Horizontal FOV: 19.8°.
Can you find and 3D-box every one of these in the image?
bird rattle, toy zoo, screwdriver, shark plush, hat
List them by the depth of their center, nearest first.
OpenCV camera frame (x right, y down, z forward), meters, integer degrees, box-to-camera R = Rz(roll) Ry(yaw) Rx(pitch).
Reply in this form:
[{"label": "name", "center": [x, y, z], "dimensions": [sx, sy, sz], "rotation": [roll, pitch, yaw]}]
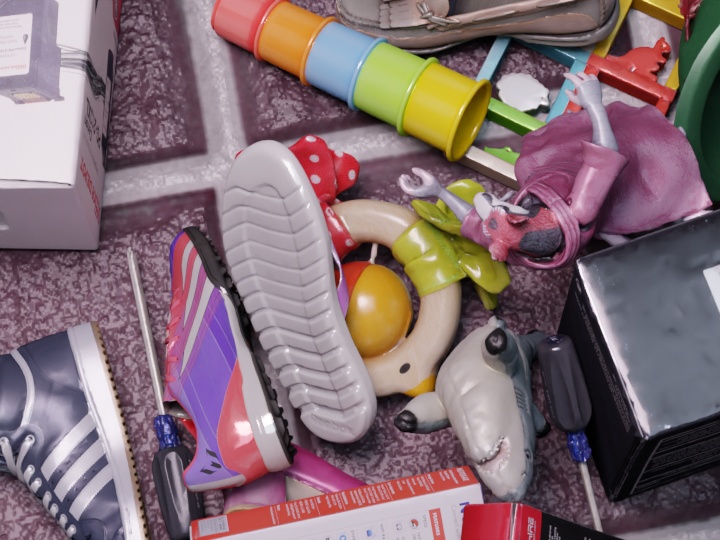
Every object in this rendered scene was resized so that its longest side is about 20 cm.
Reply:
[{"label": "shark plush", "center": [0.085, 0.082, 1.291], "dimensions": [0.091, 0.200, 0.083], "rotation": [-43, 92, 10]}, {"label": "screwdriver", "center": [0.146, 0.134, 1.298], "dimensions": [0.028, 0.029, 0.202], "rotation": [-30, 110, -38]}, {"label": "bird rattle", "center": [0.000, 0.000, 1.352], "dimensions": [0.198, 0.113, 0.165], "rotation": [12, 91, 6]}, {"label": "screwdriver", "center": [-0.136, 0.080, 1.353], "dimensions": [0.029, 0.028, 0.202], "rotation": [-7, 74, -36]}, {"label": "hat", "center": [0.232, -0.172, 1.412], "dimensions": [0.201, 0.165, 0.176], "rotation": [-54, 49, 5]}, {"label": "toy zoo", "center": [0.156, -0.141, 1.429], "dimensions": [0.130, 0.020, 0.201], "rotation": [26, 76, 7]}]

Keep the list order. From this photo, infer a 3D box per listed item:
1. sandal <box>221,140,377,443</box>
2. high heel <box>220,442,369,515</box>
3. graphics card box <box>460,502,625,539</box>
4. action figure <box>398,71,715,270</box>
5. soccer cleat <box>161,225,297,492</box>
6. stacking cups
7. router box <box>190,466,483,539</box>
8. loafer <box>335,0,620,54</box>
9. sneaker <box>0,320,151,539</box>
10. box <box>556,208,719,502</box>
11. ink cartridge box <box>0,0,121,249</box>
[{"label": "sandal", "center": [-0.036, 0.011, 1.314], "dimensions": [0.082, 0.050, 0.205], "rotation": [-2, 110, 36]}, {"label": "high heel", "center": [0.002, 0.153, 1.337], "dimensions": [0.198, 0.068, 0.096], "rotation": [10, 34, -8]}, {"label": "graphics card box", "center": [0.134, 0.221, 1.247], "dimensions": [0.051, 0.199, 0.127], "rotation": [-9, 68, 44]}, {"label": "action figure", "center": [0.123, -0.036, 1.268], "dimensions": [0.133, 0.200, 0.150], "rotation": [-26, 98, 34]}, {"label": "soccer cleat", "center": [-0.102, 0.054, 1.324], "dimensions": [0.073, 0.068, 0.201], "rotation": [-22, 52, -1]}, {"label": "stacking cups", "center": [-0.009, -0.145, 1.399], "dimensions": [0.199, 0.061, 0.061], "rotation": [29, 76, 16]}, {"label": "router box", "center": [0.001, 0.238, 1.260], "dimensions": [0.178, 0.049, 0.202], "rotation": [-10, 99, -4]}, {"label": "loafer", "center": [0.076, -0.192, 1.404], "dimensions": [0.198, 0.063, 0.073], "rotation": [1, 69, 12]}, {"label": "sneaker", "center": [-0.197, 0.138, 1.322], "dimensions": [0.107, 0.070, 0.202], "rotation": [-13, 68, -9]}, {"label": "box", "center": [0.234, 0.041, 1.285], "dimensions": [0.198, 0.199, 0.124], "rotation": [-18, 73, -5]}, {"label": "ink cartridge box", "center": [-0.211, -0.128, 1.359], "dimensions": [0.083, 0.145, 0.202], "rotation": [3, 74, 1]}]
